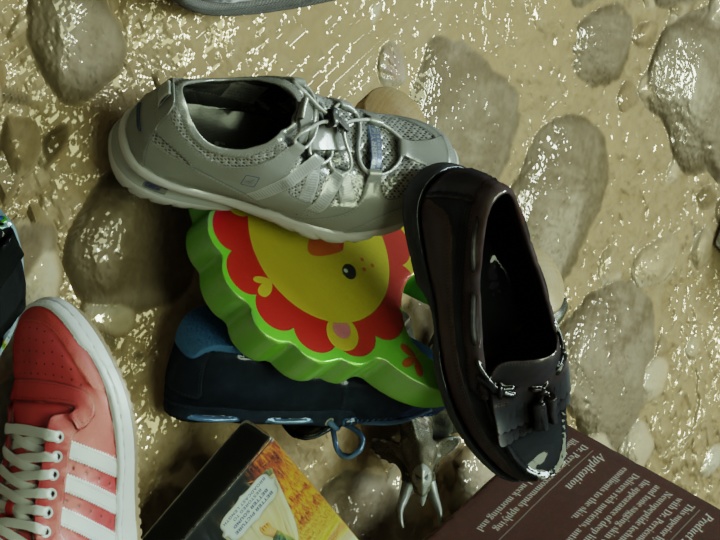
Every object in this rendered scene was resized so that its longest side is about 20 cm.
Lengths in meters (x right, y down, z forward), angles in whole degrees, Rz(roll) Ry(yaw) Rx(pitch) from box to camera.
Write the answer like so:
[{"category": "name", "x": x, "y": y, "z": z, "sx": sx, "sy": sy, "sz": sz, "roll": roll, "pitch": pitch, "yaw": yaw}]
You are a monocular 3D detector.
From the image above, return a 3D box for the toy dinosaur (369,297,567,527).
[{"category": "toy dinosaur", "x": 0.062, "y": 0.069, "z": 1.450, "sx": 0.200, "sy": 0.077, "sz": 0.103, "roll": -40, "pitch": 139, "yaw": -47}]

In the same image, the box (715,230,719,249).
[{"category": "box", "x": 0.388, "y": -0.027, "z": 1.800, "sx": 0.200, "sy": 0.109, "sz": 0.128, "roll": 40, "pitch": 65, "yaw": -47}]

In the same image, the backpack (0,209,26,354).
[{"category": "backpack", "x": -0.246, "y": 0.022, "z": 1.002, "sx": 0.200, "sy": 0.154, "sz": 0.163, "roll": -37, "pitch": 124, "yaw": -16}]

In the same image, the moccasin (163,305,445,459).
[{"category": "moccasin", "x": -0.034, "y": 0.064, "z": 1.322, "sx": 0.200, "sy": 0.080, "sz": 0.068, "roll": 12, "pitch": 114, "yaw": -34}]

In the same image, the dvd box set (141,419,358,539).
[{"category": "dvd box set", "x": -0.059, "y": 0.201, "z": 1.310, "sx": 0.146, "sy": 0.029, "sz": 0.200, "roll": -48, "pitch": 133, "yaw": -14}]

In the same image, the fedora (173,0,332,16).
[{"category": "fedora", "x": -0.027, "y": -0.212, "z": 1.222, "sx": 0.199, "sy": 0.177, "sz": 0.091, "roll": -15, "pitch": 78, "yaw": -12}]

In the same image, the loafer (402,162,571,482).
[{"category": "loafer", "x": 0.079, "y": 0.035, "z": 1.250, "sx": 0.072, "sy": 0.063, "sz": 0.201, "roll": -33, "pitch": 115, "yaw": -31}]

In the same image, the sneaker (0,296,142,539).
[{"category": "sneaker", "x": -0.173, "y": 0.121, "z": 1.149, "sx": 0.112, "sy": 0.071, "sz": 0.201, "roll": -19, "pitch": 106, "yaw": -45}]

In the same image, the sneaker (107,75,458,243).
[{"category": "sneaker", "x": -0.032, "y": -0.065, "z": 1.220, "sx": 0.199, "sy": 0.082, "sz": 0.075, "roll": 2, "pitch": 64, "yaw": -25}]

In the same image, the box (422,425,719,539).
[{"category": "box", "x": 0.149, "y": 0.235, "z": 1.432, "sx": 0.166, "sy": 0.200, "sz": 0.165, "roll": -36, "pitch": 146, "yaw": -43}]

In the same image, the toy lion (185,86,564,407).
[{"category": "toy lion", "x": 0.000, "y": 0.000, "z": 1.291, "sx": 0.200, "sy": 0.069, "sz": 0.192, "roll": 48, "pitch": 47, "yaw": -5}]
